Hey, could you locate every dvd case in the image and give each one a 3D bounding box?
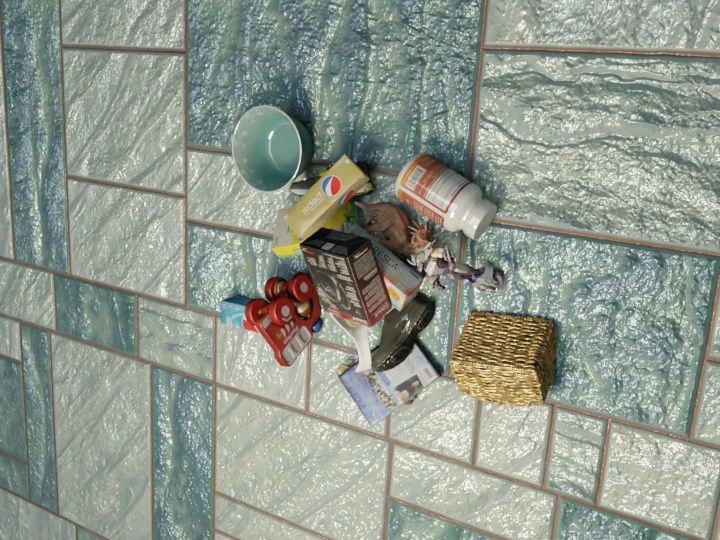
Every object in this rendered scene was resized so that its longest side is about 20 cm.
[{"bbox_3d":[0.065,0.242,1.702,0.200,0.018,0.143,-38,73,6],"label":"dvd case"}]

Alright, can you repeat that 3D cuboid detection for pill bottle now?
[{"bbox_3d":[0.179,-0.152,1.546,0.200,0.112,0.112,36,116,19],"label":"pill bottle"}]

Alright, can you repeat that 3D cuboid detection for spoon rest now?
[{"bbox_3d":[-0.012,0.129,1.694,0.061,0.099,0.200,132,124,-70],"label":"spoon rest"}]

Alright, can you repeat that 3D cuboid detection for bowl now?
[{"bbox_3d":[-0.193,-0.287,1.742,0.201,0.105,0.201,7,104,29],"label":"bowl"}]

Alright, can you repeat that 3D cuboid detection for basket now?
[{"bbox_3d":[0.311,0.191,1.572,0.200,0.149,0.143,3,135,30],"label":"basket"}]

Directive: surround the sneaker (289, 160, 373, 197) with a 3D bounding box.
[{"bbox_3d":[-0.066,-0.208,1.705,0.200,0.074,0.085,-1,86,15],"label":"sneaker"}]

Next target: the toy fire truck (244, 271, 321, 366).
[{"bbox_3d":[-0.167,0.109,1.772,0.112,0.200,0.168,-6,125,41],"label":"toy fire truck"}]

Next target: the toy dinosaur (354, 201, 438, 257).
[{"bbox_3d":[0.082,-0.095,1.621,0.136,0.086,0.200,-36,92,31],"label":"toy dinosaur"}]

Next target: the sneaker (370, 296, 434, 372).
[{"bbox_3d":[0.082,0.140,1.676,0.091,0.076,0.200,35,87,32],"label":"sneaker"}]

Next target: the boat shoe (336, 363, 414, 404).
[{"bbox_3d":[0.042,0.248,1.749,0.200,0.072,0.076,17,97,17],"label":"boat shoe"}]

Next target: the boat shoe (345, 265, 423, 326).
[{"bbox_3d":[0.050,0.061,1.639,0.201,0.063,0.073,-30,99,4],"label":"boat shoe"}]

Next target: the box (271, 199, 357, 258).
[{"bbox_3d":[-0.100,-0.099,1.710,0.200,0.048,0.117,-9,54,21],"label":"box"}]

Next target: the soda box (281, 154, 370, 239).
[{"bbox_3d":[-0.076,-0.159,1.629,0.200,0.068,0.064,-45,77,8],"label":"soda box"}]

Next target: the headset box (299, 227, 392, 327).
[{"bbox_3d":[-0.028,0.021,1.556,0.149,0.077,0.200,16,136,43],"label":"headset box"}]

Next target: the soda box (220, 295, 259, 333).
[{"bbox_3d":[-0.260,0.118,1.892,0.200,0.068,0.064,11,106,28],"label":"soda box"}]

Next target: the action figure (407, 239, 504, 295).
[{"bbox_3d":[0.193,0.000,1.533,0.200,0.130,0.069,14,67,-3],"label":"action figure"}]

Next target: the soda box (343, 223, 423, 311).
[{"bbox_3d":[0.036,-0.008,1.579,0.200,0.064,0.068,41,148,15],"label":"soda box"}]
